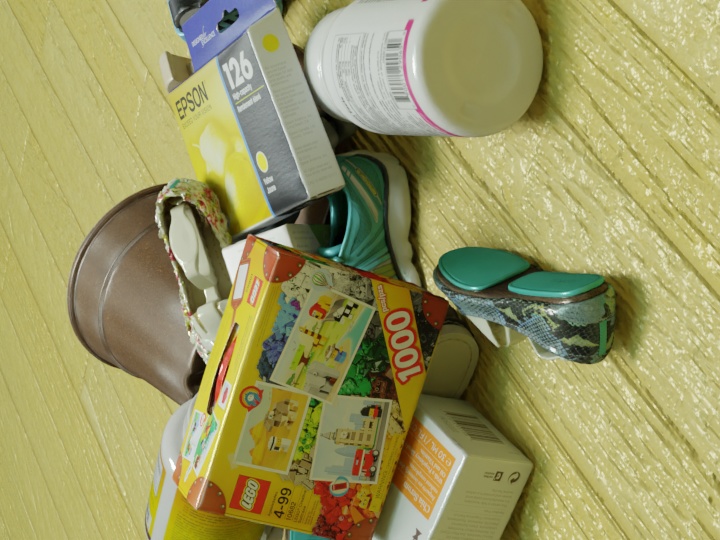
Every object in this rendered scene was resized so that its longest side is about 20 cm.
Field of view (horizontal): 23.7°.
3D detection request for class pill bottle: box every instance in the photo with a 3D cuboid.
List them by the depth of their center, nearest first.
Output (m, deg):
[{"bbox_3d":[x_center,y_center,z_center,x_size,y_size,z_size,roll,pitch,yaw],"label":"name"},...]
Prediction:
[{"bbox_3d":[0.041,-0.160,1.315,0.200,0.113,0.114,11,103,61],"label":"pill bottle"},{"bbox_3d":[-0.125,0.180,1.498,0.200,0.109,0.110,110,145,-52],"label":"pill bottle"}]

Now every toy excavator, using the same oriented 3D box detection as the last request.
[{"bbox_3d":[-0.136,-0.248,1.664,0.194,0.200,0.100,-24,64,13],"label":"toy excavator"}]

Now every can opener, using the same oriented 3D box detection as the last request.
[{"bbox_3d":[-0.055,-0.090,1.510,0.067,0.053,0.200,48,149,-1],"label":"can opener"}]

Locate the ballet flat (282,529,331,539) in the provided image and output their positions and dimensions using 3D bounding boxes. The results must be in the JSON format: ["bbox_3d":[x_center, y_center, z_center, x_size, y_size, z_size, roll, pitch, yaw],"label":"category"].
[{"bbox_3d":[-0.042,0.211,1.512,0.200,0.068,0.063,-82,-9,-55],"label":"ballet flat"}]

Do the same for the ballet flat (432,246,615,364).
[{"bbox_3d":[0.116,0.030,1.252,0.200,0.074,0.075,-160,69,-63],"label":"ballet flat"}]

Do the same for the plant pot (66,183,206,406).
[{"bbox_3d":[-0.145,0.046,1.626,0.198,0.200,0.201,35,124,46],"label":"plant pot"}]

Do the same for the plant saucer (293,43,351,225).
[{"bbox_3d":[-0.056,-0.110,1.585,0.200,0.036,0.202,15,107,61],"label":"plant saucer"}]

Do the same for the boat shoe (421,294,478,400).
[{"bbox_3d":[0.034,0.112,1.404,0.201,0.072,0.060,-66,29,30],"label":"boat shoe"}]

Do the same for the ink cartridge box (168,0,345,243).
[{"bbox_3d":[-0.101,-0.137,1.450,0.197,0.047,0.201,-23,89,63],"label":"ink cartridge box"}]

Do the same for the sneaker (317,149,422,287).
[{"bbox_3d":[0.000,0.000,1.446,0.077,0.079,0.201,-13,85,62],"label":"sneaker"}]

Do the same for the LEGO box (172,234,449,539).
[{"bbox_3d":[-0.039,0.091,1.309,0.077,0.148,0.201,29,103,66],"label":"LEGO box"}]

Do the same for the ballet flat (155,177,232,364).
[{"bbox_3d":[-0.132,0.015,1.475,0.201,0.075,0.064,67,-168,4],"label":"ballet flat"}]

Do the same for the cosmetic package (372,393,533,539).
[{"bbox_3d":[0.046,0.208,1.344,0.101,0.071,0.201,41,114,51],"label":"cosmetic package"}]

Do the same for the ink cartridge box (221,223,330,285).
[{"bbox_3d":[-0.040,0.065,1.463,0.067,0.117,0.201,-20,86,18],"label":"ink cartridge box"}]

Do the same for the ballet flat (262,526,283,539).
[{"bbox_3d":[-0.069,0.265,1.607,0.069,0.063,0.201,35,123,58],"label":"ballet flat"}]
